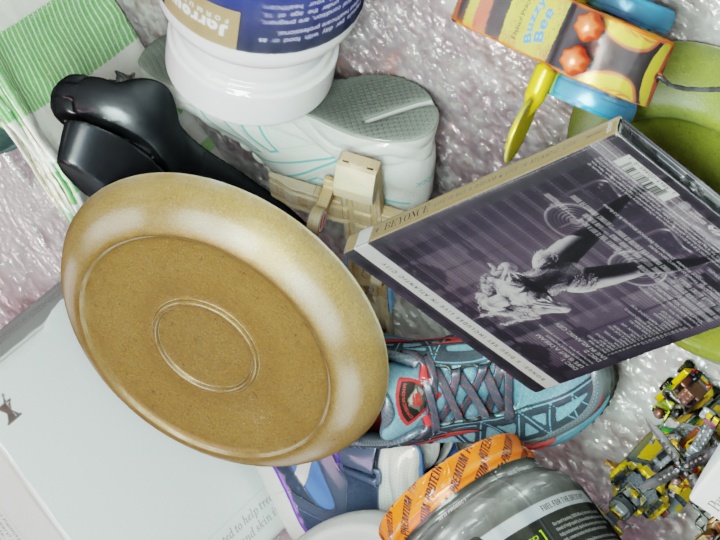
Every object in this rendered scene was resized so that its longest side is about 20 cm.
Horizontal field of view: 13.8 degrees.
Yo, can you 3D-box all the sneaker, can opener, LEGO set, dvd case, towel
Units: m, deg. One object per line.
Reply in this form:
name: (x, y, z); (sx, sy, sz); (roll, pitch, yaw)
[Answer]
sneaker: (-0.044, -0.080, 1.674); (0.199, 0.070, 0.081); (23, 139, 29)
can opener: (-0.102, -0.052, 1.679); (0.063, 0.079, 0.200); (15, 168, 44)
sneaker: (0.046, 0.073, 1.658); (0.199, 0.095, 0.080); (-9, 96, 25)
LEGO set: (0.204, 0.159, 1.595); (0.200, 0.116, 0.154); (50, 143, -2)
dvd case: (0.110, -0.004, 1.514); (0.148, 0.016, 0.199); (35, 142, -28)
towel: (-0.148, -0.088, 1.707); (0.023, 0.153, 0.200); (-30, 99, 35)
sneaker: (-0.009, 0.077, 1.777); (0.146, 0.081, 0.201); (-16, 107, 41)

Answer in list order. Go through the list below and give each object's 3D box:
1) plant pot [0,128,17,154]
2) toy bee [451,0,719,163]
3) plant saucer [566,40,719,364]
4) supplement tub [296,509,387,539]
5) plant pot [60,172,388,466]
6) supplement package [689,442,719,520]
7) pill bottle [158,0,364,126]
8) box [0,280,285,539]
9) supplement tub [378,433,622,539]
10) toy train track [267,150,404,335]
plant pot: (-0.291, -0.123, 1.777); (0.200, 0.196, 0.201); (26, 137, 27)
toy bee: (0.115, -0.118, 1.450); (0.199, 0.108, 0.132); (2, 83, 35)
plant saucer: (0.182, -0.023, 1.531); (0.199, 0.031, 0.201); (27, 138, 26)
supplement tub: (0.037, 0.241, 1.760); (0.140, 0.141, 0.200); (8, 157, 40)
plant pot: (-0.080, 0.036, 1.619); (0.199, 0.028, 0.201); (16, 134, 17)
supplement package: (0.283, 0.107, 1.455); (0.199, 0.110, 0.114); (34, 142, 4)
pill bottle: (-0.048, -0.179, 1.554); (0.115, 0.116, 0.201); (32, 140, 20)
box: (-0.156, 0.115, 1.845); (0.200, 0.199, 0.130); (55, 143, -8)
supplement tub: (0.102, 0.195, 1.602); (0.200, 0.122, 0.123); (55, 146, 20)
toy train track: (0.000, 0.000, 1.679); (0.114, 0.033, 0.200); (17, 153, 12)
